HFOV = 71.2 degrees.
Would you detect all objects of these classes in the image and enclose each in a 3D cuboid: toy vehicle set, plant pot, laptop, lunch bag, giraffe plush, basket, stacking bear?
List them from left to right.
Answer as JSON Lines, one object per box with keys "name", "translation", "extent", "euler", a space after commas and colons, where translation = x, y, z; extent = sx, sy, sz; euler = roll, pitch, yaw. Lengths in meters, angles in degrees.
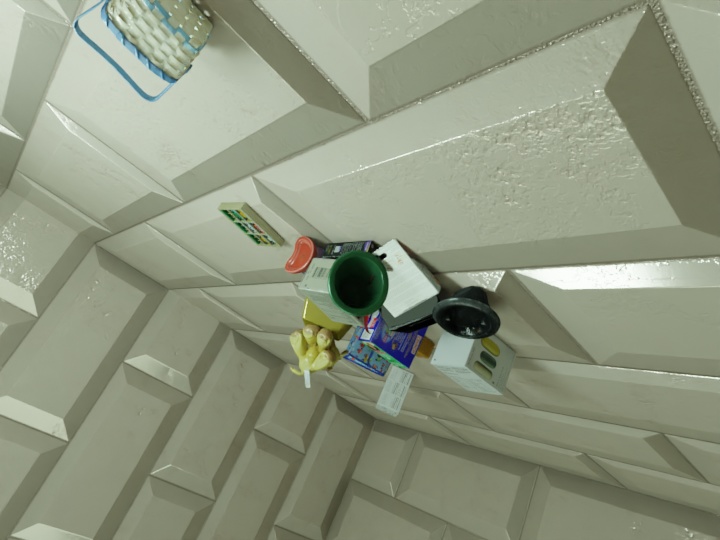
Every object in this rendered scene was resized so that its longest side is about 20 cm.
{"name": "basket", "translation": [-0.372, -0.407, 0.883], "extent": [0.200, 0.139, 0.176], "euler": [-23, 134, 22]}
{"name": "toy vehicle set", "translation": [-0.349, -0.145, 1.612], "extent": [0.124, 0.027, 0.200], "euler": [6, 150, 41]}
{"name": "giraffe plush", "translation": [-0.126, 0.275, 1.676], "extent": [0.172, 0.200, 0.162], "euler": [11, -174, 30]}
{"name": "stacking bear", "translation": [-0.114, -0.006, 1.571], "extent": [0.200, 0.122, 0.114], "euler": [32, 167, -39]}
{"name": "plant pot", "translation": [-0.098, 0.127, 1.725], "extent": [0.200, 0.177, 0.200], "euler": [24, 163, 6]}
{"name": "lunch bag", "translation": [0.053, 0.330, 2.060], "extent": [0.200, 0.151, 0.094], "euler": [29, 158, -8]}
{"name": "laptop", "translation": [0.163, 0.100, 1.501], "extent": [0.187, 0.116, 0.200], "euler": [-23, 159, 26]}

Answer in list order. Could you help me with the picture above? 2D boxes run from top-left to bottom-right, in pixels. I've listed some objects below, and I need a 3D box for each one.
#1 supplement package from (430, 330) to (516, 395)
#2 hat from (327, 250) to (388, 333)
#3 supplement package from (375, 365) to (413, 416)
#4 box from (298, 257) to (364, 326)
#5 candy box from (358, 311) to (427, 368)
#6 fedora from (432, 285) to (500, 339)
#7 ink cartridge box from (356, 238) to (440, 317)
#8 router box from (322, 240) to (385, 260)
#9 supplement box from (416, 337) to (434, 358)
{"name": "supplement package", "translation": [0.364, 0.282, 1.617], "extent": [0.200, 0.152, 0.151], "euler": [38, 155, -26]}
{"name": "hat", "translation": [-0.021, 0.060, 1.391], "extent": [0.165, 0.200, 0.176], "euler": [8, 167, -10]}
{"name": "supplement package", "translation": [0.164, 0.587, 2.442], "extent": [0.111, 0.200, 0.156], "euler": [23, 158, 8]}
{"name": "box", "translation": [-0.063, 0.064, 1.469], "extent": [0.128, 0.109, 0.200], "euler": [6, 151, 36]}
{"name": "candy box", "translation": [0.115, 0.214, 1.714], "extent": [0.200, 0.169, 0.077], "euler": [38, 158, -27]}
{"name": "fedora", "translation": [0.293, 0.104, 1.370], "extent": [0.200, 0.092, 0.201], "euler": [15, 148, 10]}
{"name": "ink cartridge box", "translation": [0.098, 0.018, 1.386], "extent": [0.162, 0.050, 0.200], "euler": [-33, 105, 28]}
{"name": "router box", "translation": [0.008, -0.007, 1.472], "extent": [0.157, 0.052, 0.200], "euler": [-1, 146, 34]}
{"name": "supplement box", "translation": [0.181, 0.254, 1.868], "extent": [0.200, 0.069, 0.067], "euler": [34, 159, -25]}
